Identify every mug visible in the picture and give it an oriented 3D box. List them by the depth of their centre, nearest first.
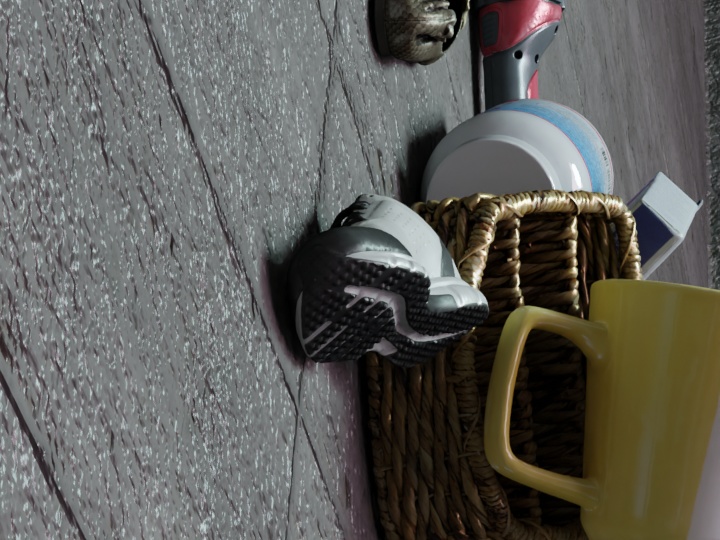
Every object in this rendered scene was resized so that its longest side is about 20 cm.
[{"bbox_3d":[0.169,0.092,1.585,0.149,0.185,0.154,32,69,-75],"label":"mug"}]

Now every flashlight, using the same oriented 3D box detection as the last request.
[{"bbox_3d":[0.118,-0.118,2.061,0.068,0.067,0.201,45,40,-77],"label":"flashlight"}]

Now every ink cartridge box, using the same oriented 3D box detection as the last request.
[{"bbox_3d":[0.127,0.024,1.789,0.043,0.196,0.200,44,12,1],"label":"ink cartridge box"}]

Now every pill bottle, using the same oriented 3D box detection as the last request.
[{"bbox_3d":[0.097,-0.050,1.820,0.200,0.108,0.110,-31,116,-77],"label":"pill bottle"}]

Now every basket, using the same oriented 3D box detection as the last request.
[{"bbox_3d":[0.084,0.056,1.617,0.143,0.148,0.201,13,74,-78],"label":"basket"}]

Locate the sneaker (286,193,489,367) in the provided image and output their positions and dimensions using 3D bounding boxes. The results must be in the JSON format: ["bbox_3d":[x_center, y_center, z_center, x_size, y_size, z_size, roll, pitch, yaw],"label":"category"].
[{"bbox_3d":[0.000,0.000,1.466,0.080,0.074,0.200,59,10,15],"label":"sneaker"}]

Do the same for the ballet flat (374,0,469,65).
[{"bbox_3d":[0.047,-0.159,1.770,0.200,0.046,0.068,-32,118,-77],"label":"ballet flat"}]
